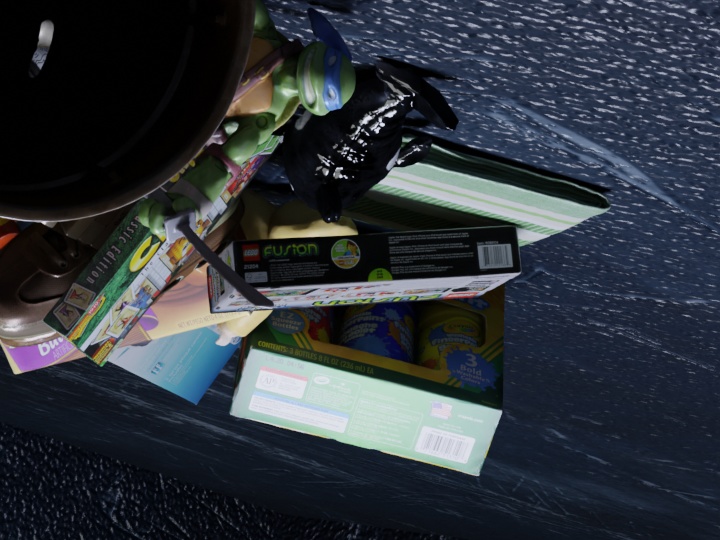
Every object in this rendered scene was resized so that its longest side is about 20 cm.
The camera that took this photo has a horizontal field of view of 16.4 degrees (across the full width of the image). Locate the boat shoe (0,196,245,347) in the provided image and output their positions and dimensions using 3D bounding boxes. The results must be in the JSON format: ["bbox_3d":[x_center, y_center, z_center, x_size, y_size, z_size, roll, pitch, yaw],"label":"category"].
[{"bbox_3d":[-0.160,0.002,1.679,0.072,0.199,0.068,50,160,29],"label":"boat shoe"}]

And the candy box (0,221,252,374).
[{"bbox_3d":[-0.182,-0.006,1.804,0.199,0.057,0.117,-14,115,19],"label":"candy box"}]

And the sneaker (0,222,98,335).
[{"bbox_3d":[-0.170,-0.038,1.609,0.070,0.200,0.076,39,149,23],"label":"sneaker"}]

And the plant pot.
[{"bbox_3d":[-0.177,-0.129,1.184,0.199,0.202,0.198,18,177,-25],"label":"plant pot"}]

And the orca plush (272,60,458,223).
[{"bbox_3d":[0.001,-0.061,1.533,0.105,0.072,0.200,16,162,-28],"label":"orca plush"}]

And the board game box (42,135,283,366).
[{"bbox_3d":[-0.119,-0.031,1.569,0.023,0.200,0.105,37,175,16],"label":"board game box"}]

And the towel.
[{"bbox_3d":[0.065,-0.050,1.702,0.152,0.024,0.200,15,167,-15],"label":"towel"}]

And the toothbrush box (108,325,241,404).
[{"bbox_3d":[-0.204,0.019,2.068,0.146,0.085,0.200,36,180,27],"label":"toothbrush box"}]

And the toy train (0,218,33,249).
[{"bbox_3d":[-0.208,-0.069,1.635,0.056,0.200,0.150,52,-175,14],"label":"toy train"}]

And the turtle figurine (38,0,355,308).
[{"bbox_3d":[-0.112,-0.098,1.321,0.193,0.200,0.145,2,129,20],"label":"turtle figurine"}]

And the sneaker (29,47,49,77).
[{"bbox_3d":[-0.185,-0.110,1.455,0.067,0.109,0.201,5,166,38],"label":"sneaker"}]

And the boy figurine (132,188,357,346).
[{"bbox_3d":[-0.095,-0.012,1.859,0.199,0.125,0.064,-21,165,18],"label":"boy figurine"}]

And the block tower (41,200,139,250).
[{"bbox_3d":[-0.223,-0.079,1.501,0.199,0.058,0.054,28,-159,-39],"label":"block tower"}]

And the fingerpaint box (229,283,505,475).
[{"bbox_3d":[0.009,0.057,1.930,0.199,0.167,0.074,15,125,-6],"label":"fingerpaint box"}]

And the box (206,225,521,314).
[{"bbox_3d":[0.000,0.000,1.719,0.199,0.035,0.110,-3,172,-14],"label":"box"}]
